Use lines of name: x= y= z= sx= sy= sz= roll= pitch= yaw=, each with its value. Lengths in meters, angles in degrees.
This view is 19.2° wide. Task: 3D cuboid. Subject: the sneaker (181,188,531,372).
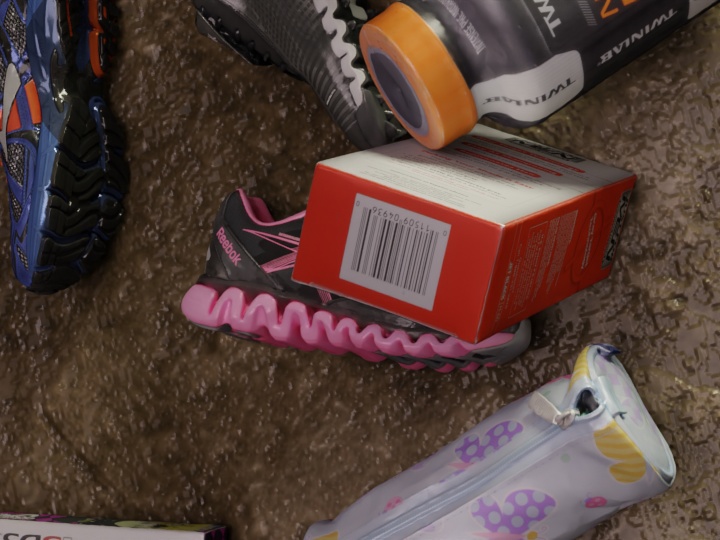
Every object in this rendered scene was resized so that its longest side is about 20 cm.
sneaker: x=0.000 y=0.000 z=1.148 sx=0.198 sy=0.079 sz=0.096 roll=9 pitch=80 yaw=20

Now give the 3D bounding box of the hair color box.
hair color box: x=0.056 y=-0.023 z=1.049 sx=0.101 sy=0.200 sz=0.062 roll=19 pitch=107 yaw=21

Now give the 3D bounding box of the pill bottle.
pill bottle: x=0.097 y=-0.141 z=1.049 sx=0.199 sy=0.106 sz=0.107 roll=-34 pitch=75 yaw=-12

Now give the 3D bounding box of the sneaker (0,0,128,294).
sneaker: x=-0.184 y=-0.085 z=1.226 sx=0.078 sy=0.075 sz=0.202 roll=-5 pitch=78 yaw=30

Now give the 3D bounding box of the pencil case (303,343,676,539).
pencil case: x=0.066 y=0.121 z=1.103 sx=0.199 sy=0.091 sz=0.084 roll=-34 pitch=77 yaw=18

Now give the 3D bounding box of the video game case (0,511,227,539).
video game case: x=-0.163 y=0.242 z=1.219 sx=0.180 sy=0.036 sz=0.202 roll=1 pitch=89 yaw=23

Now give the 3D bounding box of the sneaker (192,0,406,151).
sneaker: x=-0.043 y=-0.139 z=1.170 sx=0.090 sy=0.066 sz=0.201 roll=-33 pitch=73 yaw=20
